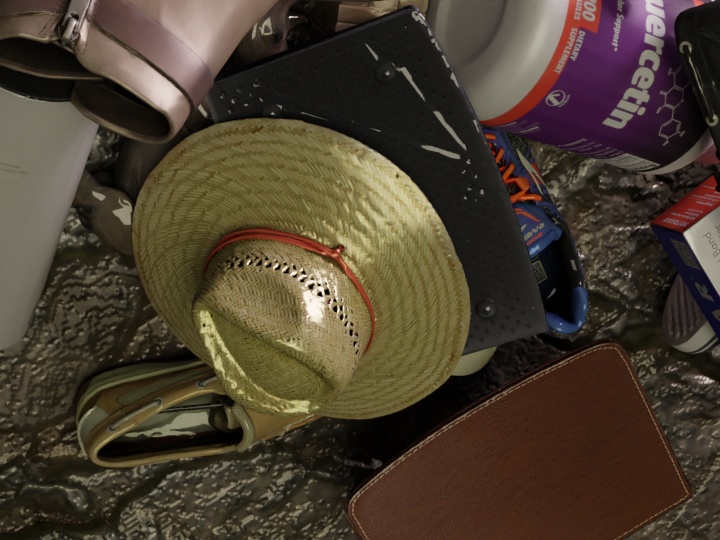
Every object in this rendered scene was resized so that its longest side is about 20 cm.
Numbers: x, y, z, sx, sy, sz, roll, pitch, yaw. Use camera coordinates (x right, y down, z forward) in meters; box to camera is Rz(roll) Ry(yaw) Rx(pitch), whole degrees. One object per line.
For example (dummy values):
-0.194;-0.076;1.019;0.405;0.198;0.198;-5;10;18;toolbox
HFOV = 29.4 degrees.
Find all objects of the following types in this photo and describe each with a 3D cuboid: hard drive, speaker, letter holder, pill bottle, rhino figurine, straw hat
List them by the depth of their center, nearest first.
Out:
-0.187;-0.046;0.706;0.081;0.081;0.200;10;136;-20;speaker
-0.041;0.027;0.720;0.200;0.085;0.202;8;127;11;straw hat
0.013;-0.038;0.746;0.134;0.042;0.201;-18;117;16;hard drive
-0.092;-0.089;0.772;0.200;0.060;0.087;-43;119;8;rhino figurine
0.141;-0.122;0.793;0.199;0.112;0.113;12;108;-32;pill bottle
0.087;0.124;0.894;0.199;0.101;0.143;-31;114;-3;letter holder

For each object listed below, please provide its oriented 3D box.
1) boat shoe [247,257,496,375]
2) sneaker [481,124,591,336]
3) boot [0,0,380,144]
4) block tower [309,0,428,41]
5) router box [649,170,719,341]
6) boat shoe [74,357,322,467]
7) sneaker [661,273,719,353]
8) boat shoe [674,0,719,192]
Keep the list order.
0.001;-0.002;0.839;0.201;0.063;0.074;32;83;-24;boat shoe
0.091;-0.040;0.839;0.075;0.078;0.200;-37;117;0;sneaker
-0.076;-0.124;0.644;0.199;0.147;0.070;17;149;-9;boot
0.010;-0.183;0.771;0.054;0.058;0.201;3;111;-17;block tower
0.305;0.002;0.848;0.179;0.049;0.200;-36;105;-5;router box
-0.072;0.084;0.841;0.199;0.076;0.072;-17;115;-10;boat shoe
0.281;-0.021;0.903;0.079;0.078;0.201;29;99;-19;sneaker
0.224;-0.064;0.760;0.069;0.056;0.201;-49;129;-38;boat shoe
